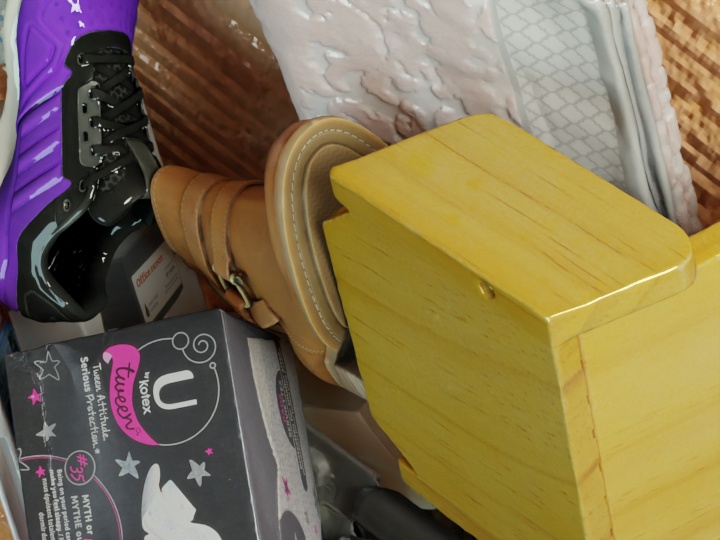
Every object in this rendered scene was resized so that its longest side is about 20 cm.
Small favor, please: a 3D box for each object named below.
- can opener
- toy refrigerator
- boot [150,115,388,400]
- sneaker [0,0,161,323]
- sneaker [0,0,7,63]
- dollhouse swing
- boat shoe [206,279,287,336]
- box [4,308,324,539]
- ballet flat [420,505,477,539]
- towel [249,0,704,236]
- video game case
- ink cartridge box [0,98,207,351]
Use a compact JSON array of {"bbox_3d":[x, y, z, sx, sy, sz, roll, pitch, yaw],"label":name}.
[{"bbox_3d":[0.021,0.136,1.397,0.067,0.054,0.200,17,-168,-45],"label":"can opener"},{"bbox_3d":[-0.025,0.070,1.511,0.199,0.070,0.076,2,137,52],"label":"toy refrigerator"},{"bbox_3d":[-0.035,-0.022,1.270,0.155,0.077,0.200,33,167,36],"label":"boot"},{"bbox_3d":[-0.126,-0.067,1.348,0.099,0.069,0.201,26,108,39],"label":"sneaker"},{"bbox_3d":[-0.222,-0.155,1.450,0.199,0.072,0.073,18,110,47],"label":"sneaker"},{"bbox_3d":[0.116,0.013,1.181,0.181,0.176,0.201,35,153,36],"label":"dollhouse swing"},{"bbox_3d":[0.000,0.000,1.391,0.199,0.074,0.067,21,123,38],"label":"boat shoe"},{"bbox_3d":[-0.081,0.132,1.339,0.114,0.201,0.132,-11,170,12],"label":"box"},{"bbox_3d":[0.056,0.159,1.424,0.068,0.072,0.200,58,178,-33],"label":"ballet flat"},{"bbox_3d":[0.045,-0.072,1.195,0.190,0.032,0.200,15,147,29],"label":"towel"},{"bbox_3d":[-0.161,0.112,1.405,0.143,0.017,0.201,-108,1,-80],"label":"video game case"},{"bbox_3d":[-0.158,0.011,1.496,0.145,0.083,0.201,-4,106,53],"label":"ink cartridge box"}]
